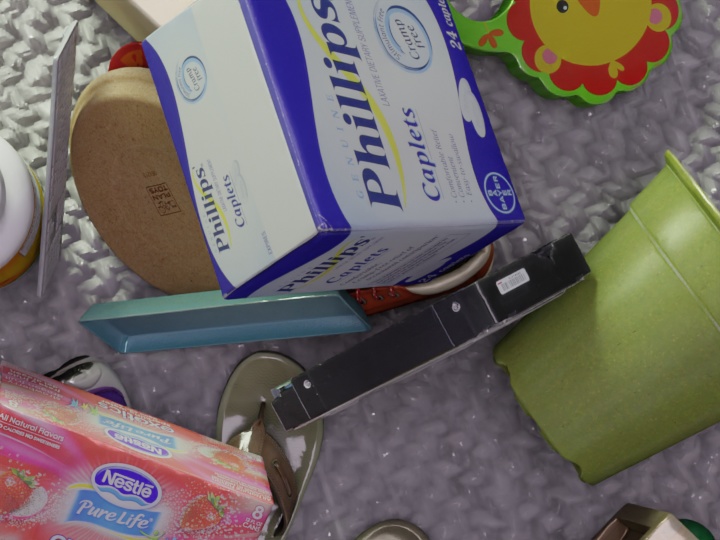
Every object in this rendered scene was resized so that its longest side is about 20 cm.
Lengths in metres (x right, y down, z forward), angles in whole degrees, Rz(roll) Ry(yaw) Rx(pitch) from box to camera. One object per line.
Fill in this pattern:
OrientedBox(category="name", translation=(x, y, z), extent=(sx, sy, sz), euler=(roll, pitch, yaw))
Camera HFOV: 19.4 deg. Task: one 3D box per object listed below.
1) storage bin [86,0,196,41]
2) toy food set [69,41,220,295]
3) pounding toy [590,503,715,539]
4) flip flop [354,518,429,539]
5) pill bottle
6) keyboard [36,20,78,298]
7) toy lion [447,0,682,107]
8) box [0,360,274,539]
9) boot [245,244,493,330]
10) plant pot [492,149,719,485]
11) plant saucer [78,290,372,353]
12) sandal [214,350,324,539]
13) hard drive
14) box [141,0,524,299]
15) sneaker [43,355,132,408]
OrientedBox(category="storage bin", translation=(-0.099, -0.246, 1.471), extent=(0.094, 0.200, 0.199), euler=(45, 85, -1))
OrientedBox(category="toy food set", translation=(-0.124, -0.062, 1.480), extent=(0.198, 0.200, 0.049), euler=(52, 49, -6))
OrientedBox(category="pounding toy", translation=(0.215, 0.254, 1.468), extent=(0.142, 0.184, 0.200), euler=(44, 85, 0))
OrientedBox(category="flip flop", translation=(-0.019, 0.265, 1.516), extent=(0.081, 0.058, 0.200), euler=(41, 85, 0))
OrientedBox(category="pill bottle", translation=(-0.277, -0.044, 1.448), extent=(0.111, 0.200, 0.111), euler=(0, 86, -3))
OrientedBox(category="keyboard", translation=(-0.212, -0.075, 1.470), extent=(0.011, 0.056, 0.200), euler=(8, 125, -3))
OrientedBox(category="toy lion", translation=(0.134, -0.210, 1.546), extent=(0.200, 0.069, 0.192), euler=(-15, 94, -16))
OrientedBox(category="box", translation=(-0.171, 0.151, 1.433), extent=(0.200, 0.095, 0.103), euler=(23, 100, -14))
OrientedBox(category="boot", translation=(0.000, 0.000, 1.511), extent=(0.200, 0.107, 0.075), euler=(-15, 90, -2))
OrientedBox(category="plant pot", translation=(0.202, 0.050, 1.492), extent=(0.190, 0.200, 0.200), euler=(-36, 89, 6))
OrientedBox(category="plant saucer", translation=(-0.095, 0.032, 1.488), extent=(0.200, 0.070, 0.019), euler=(-7, 65, 20))
OrientedBox(category="sandal", translation=(-0.076, 0.158, 1.519), extent=(0.080, 0.057, 0.201), euler=(13, 86, -3))
OrientedBox(category="hard drive", translation=(0.047, 0.044, 1.447), extent=(0.200, 0.140, 0.038), euler=(-28, 88, 35))
OrientedBox(category="box", translation=(-0.015, -0.089, 1.375), extent=(0.200, 0.105, 0.184), euler=(-5, 71, -46))
OrientedBox(category="sneaker", translation=(-0.252, 0.142, 1.504), extent=(0.200, 0.081, 0.083), euler=(-30, 101, -2))
